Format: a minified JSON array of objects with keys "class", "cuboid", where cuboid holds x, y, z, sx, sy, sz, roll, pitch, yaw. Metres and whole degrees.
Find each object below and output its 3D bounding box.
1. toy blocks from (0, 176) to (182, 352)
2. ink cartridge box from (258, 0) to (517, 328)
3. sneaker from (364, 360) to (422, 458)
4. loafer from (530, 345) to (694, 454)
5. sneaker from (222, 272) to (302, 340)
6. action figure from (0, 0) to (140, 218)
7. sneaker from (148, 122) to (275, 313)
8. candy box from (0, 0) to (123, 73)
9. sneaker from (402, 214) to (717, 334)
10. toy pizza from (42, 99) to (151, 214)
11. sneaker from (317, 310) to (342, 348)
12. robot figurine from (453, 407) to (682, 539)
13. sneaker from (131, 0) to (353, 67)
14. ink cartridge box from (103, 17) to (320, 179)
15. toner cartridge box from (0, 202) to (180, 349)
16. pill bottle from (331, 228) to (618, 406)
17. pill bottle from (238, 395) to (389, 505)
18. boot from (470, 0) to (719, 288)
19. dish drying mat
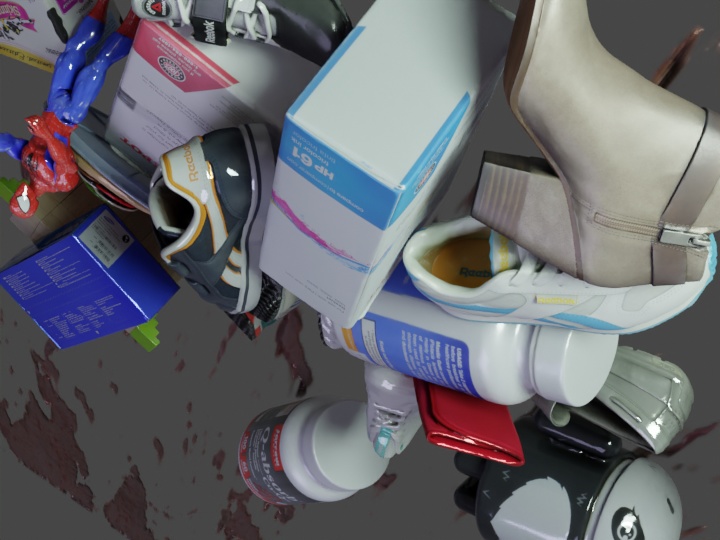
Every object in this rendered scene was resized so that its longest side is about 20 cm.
[{"class":"toy blocks","cuboid":[-0.219,-0.046,1.101,0.200,0.137,0.100,44,149,-6]},{"class":"ink cartridge box","cuboid":[0.012,-0.072,0.752,0.084,0.145,0.200,32,154,7]},{"class":"sneaker","cuboid":[0.033,0.124,1.057,0.075,0.089,0.200,23,173,11]},{"class":"loafer","cuboid":[0.157,0.084,0.923,0.199,0.070,0.070,17,152,36]},{"class":"sneaker","cuboid":[-0.072,-0.002,1.028,0.070,0.093,0.200,47,162,2]},{"class":"action figure","cuboid":[-0.230,-0.131,0.863,0.065,0.201,0.099,31,-166,28]},{"class":"sneaker","cuboid":[-0.109,-0.031,0.832,0.200,0.079,0.079,105,150,-57]},{"class":"candy box","cuboid":[-0.271,-0.246,0.899,0.136,0.061,0.200,22,152,30]},{"class":"sneaker","cuboid":[0.124,-0.002,0.757,0.199,0.077,0.081,-6,163,27]},{"class":"toy pizza","cuboid":[-0.187,-0.076,1.001,0.200,0.032,0.200,38,-171,-7]},{"class":"sneaker","cuboid":[0.000,0.000,0.990,0.079,0.074,0.201,8,148,15]},{"class":"robot figurine","cuboid":[0.178,0.202,1.033,0.199,0.125,0.150,18,162,33]},{"class":"sneaker","cuboid":[-0.094,-0.173,0.747,0.200,0.089,0.074,36,153,17]},{"class":"ink cartridge box","cuboid":[-0.100,-0.119,0.881,0.145,0.085,0.200,38,152,-5]},{"class":"toner cartridge box","cuboid":[-0.240,0.010,1.019,0.095,0.043,0.200,52,147,-15]},{"class":"pill bottle","cuboid":[0.085,0.035,0.884,0.199,0.112,0.112,15,148,36]},{"class":"pill bottle","cuboid":[-0.052,0.200,1.322,0.116,0.116,0.200,41,153,-12]},{"class":"boot","cuboid":[0.147,-0.082,0.656,0.145,0.070,0.201,12,123,2]},{"class":"dish drying mat","cuboid":[0.079,0.094,0.937,0.076,0.018,0.200,17,-163,-7]}]
